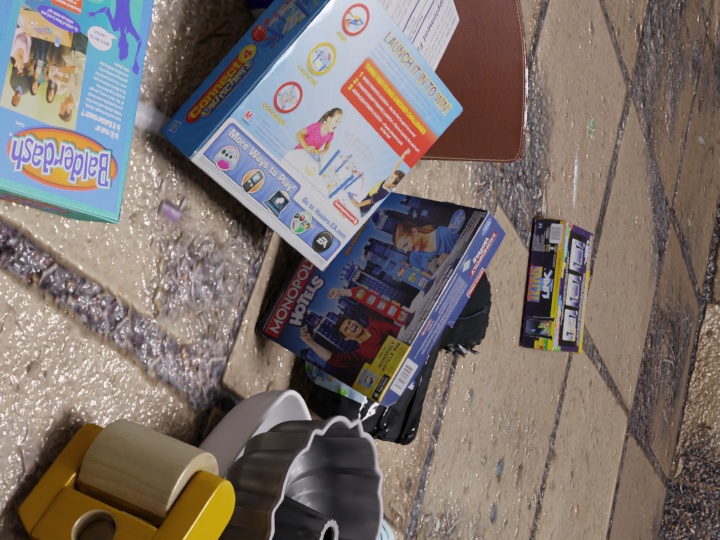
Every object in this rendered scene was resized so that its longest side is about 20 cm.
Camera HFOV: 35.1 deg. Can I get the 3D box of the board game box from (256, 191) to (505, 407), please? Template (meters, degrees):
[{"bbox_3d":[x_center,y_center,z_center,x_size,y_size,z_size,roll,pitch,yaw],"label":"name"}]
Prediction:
[{"bbox_3d":[0.000,0.000,1.079,0.201,0.199,0.062,-59,151,-5],"label":"board game box"}]

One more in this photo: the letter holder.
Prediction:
[{"bbox_3d":[0.142,-0.235,1.325,0.100,0.141,0.201,-33,123,-56],"label":"letter holder"}]

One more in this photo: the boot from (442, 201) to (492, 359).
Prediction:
[{"bbox_3d":[0.115,0.015,1.395,0.162,0.073,0.200,-3,105,-60],"label":"boot"}]

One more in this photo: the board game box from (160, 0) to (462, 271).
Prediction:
[{"bbox_3d":[-0.034,-0.128,0.970,0.196,0.056,0.200,-49,138,-1],"label":"board game box"}]

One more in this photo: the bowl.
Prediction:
[{"bbox_3d":[-0.106,0.223,1.005,0.200,0.074,0.201,-53,138,-45],"label":"bowl"}]

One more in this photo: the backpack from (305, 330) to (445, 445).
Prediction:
[{"bbox_3d":[0.023,0.060,1.174,0.163,0.153,0.201,21,98,-59],"label":"backpack"}]

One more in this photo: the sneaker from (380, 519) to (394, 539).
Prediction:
[{"bbox_3d":[-0.011,0.258,1.195,0.130,0.079,0.201,-18,120,-58],"label":"sneaker"}]

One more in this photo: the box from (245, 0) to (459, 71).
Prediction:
[{"bbox_3d":[-0.003,-0.254,1.081,0.185,0.104,0.200,-64,146,-31],"label":"box"}]

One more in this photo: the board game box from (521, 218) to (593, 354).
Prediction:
[{"bbox_3d":[0.313,0.028,1.798,0.165,0.056,0.201,14,82,-64],"label":"board game box"}]

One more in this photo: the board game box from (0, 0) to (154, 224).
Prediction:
[{"bbox_3d":[-0.210,-0.144,0.769,0.152,0.045,0.201,20,77,-62],"label":"board game box"}]

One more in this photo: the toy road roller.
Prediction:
[{"bbox_3d":[-0.179,0.225,0.824,0.200,0.122,0.146,-58,155,-32],"label":"toy road roller"}]

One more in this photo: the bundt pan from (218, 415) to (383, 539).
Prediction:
[{"bbox_3d":[-0.057,0.214,0.937,0.202,0.075,0.203,-18,111,-60],"label":"bundt pan"}]
